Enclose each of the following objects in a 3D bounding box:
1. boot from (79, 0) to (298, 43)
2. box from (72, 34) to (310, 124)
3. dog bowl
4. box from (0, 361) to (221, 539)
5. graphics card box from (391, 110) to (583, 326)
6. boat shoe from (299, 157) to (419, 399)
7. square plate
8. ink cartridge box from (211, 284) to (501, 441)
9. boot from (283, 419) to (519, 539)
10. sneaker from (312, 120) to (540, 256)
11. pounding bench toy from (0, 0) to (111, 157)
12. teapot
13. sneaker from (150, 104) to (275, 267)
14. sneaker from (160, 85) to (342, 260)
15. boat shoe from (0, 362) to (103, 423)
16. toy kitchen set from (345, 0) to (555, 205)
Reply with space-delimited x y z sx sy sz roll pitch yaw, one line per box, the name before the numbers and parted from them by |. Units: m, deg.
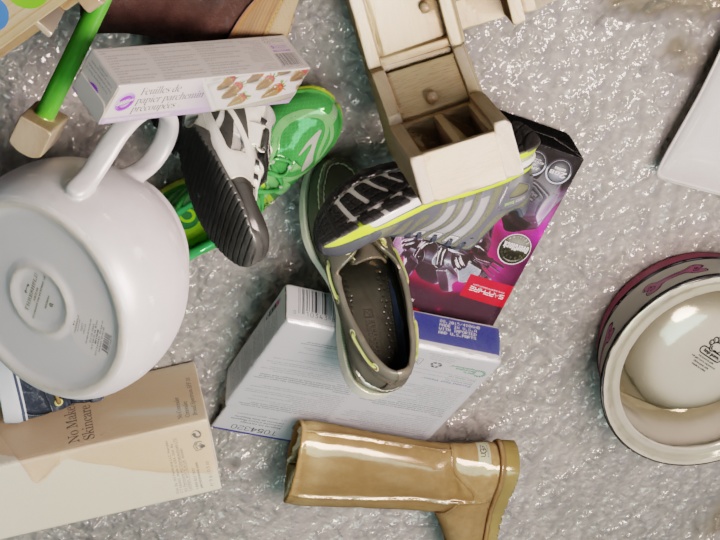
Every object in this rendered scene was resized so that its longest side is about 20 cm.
boot | -0.116 -0.251 1.589 0.165 0.073 0.201 6 123 -19
box | -0.122 -0.142 1.568 0.199 0.041 0.039 -13 146 -48
dog bowl | 0.298 0.072 1.887 0.199 0.074 0.201 -6 122 -9
box | -0.225 0.152 1.803 0.199 0.095 0.078 -13 123 -7
graphics card box | 0.086 -0.039 1.782 0.125 0.051 0.201 18 114 -22
boat shoe | 0.003 0.000 1.714 0.072 0.203 0.060 -8 167 -24
square plate | 0.371 -0.144 1.797 0.197 0.028 0.201 14 117 -20
ink cartridge box | -0.007 0.091 1.828 0.195 0.044 0.200 11 148 -19
boot | 0.028 0.202 1.907 0.199 0.066 0.176 4 130 -11
sneaker | 0.057 -0.046 1.680 0.199 0.074 0.081 -21 123 -16
pounding bench toy | -0.234 -0.198 1.527 0.156 0.124 0.200 -31 111 18
teapot | -0.201 -0.011 1.626 0.199 0.146 0.198 -14 107 40
sneaker | -0.095 -0.095 1.625 0.088 0.201 0.074 -11 151 -27
sneaker | -0.089 -0.067 1.704 0.200 0.084 0.074 -40 121 12
boat shoe | -0.264 0.033 1.739 0.090 0.071 0.201 -12 128 -10
toy kitchen set | 0.083 -0.187 1.594 0.162 0.181 0.201 -18 109 -2
